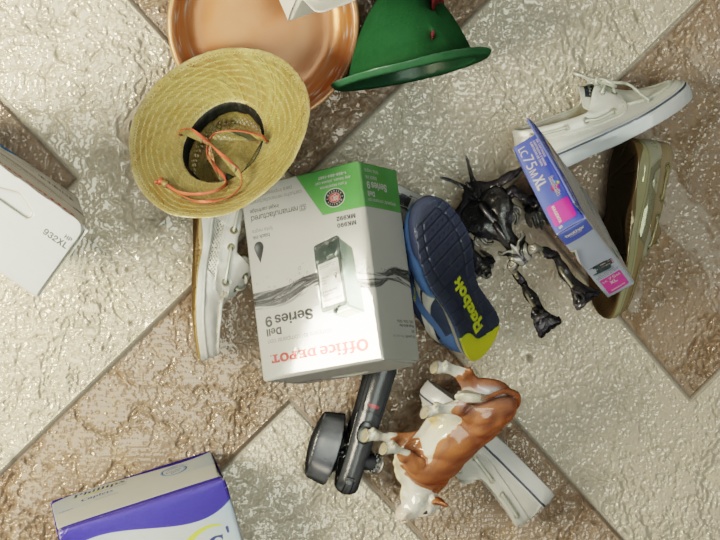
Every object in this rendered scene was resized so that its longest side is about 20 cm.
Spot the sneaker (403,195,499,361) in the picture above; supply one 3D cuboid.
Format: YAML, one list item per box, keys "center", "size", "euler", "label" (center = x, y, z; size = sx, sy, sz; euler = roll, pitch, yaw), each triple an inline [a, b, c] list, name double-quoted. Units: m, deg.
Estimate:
- center: [0.078, 0.007, 1.687]
  size: [0.074, 0.082, 0.201]
  euler: [-39, 127, -26]
  label: "sneaker"

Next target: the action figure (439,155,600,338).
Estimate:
- center: [0.161, -0.029, 1.716]
  size: [0.118, 0.102, 0.201]
  euler: [-37, 85, 4]
  label: "action figure"

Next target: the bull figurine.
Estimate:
- center: [0.079, 0.179, 1.686]
  size: [0.121, 0.065, 0.200]
  euler: [25, 117, -34]
  label: "bull figurine"

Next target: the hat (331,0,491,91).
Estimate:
- center: [0.040, -0.285, 1.630]
  size: [0.164, 0.200, 0.178]
  euler: [-11, 92, 23]
  label: "hat"

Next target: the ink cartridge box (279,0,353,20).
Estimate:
- center: [-0.035, -0.348, 1.563]
  size: [0.127, 0.125, 0.202]
  euler: [-21, 84, -15]
  label: "ink cartridge box"

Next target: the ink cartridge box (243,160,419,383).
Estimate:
- center: [-0.030, 0.006, 1.623]
  size: [0.145, 0.084, 0.202]
  euler: [-12, 81, 27]
  label: "ink cartridge box"

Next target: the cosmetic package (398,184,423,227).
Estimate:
- center: [0.000, 0.000, 1.708]
  size: [0.082, 0.051, 0.202]
  euler: [24, 94, -14]
  label: "cosmetic package"

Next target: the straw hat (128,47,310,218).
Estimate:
- center: [-0.131, -0.116, 1.598]
  size: [0.200, 0.202, 0.085]
  euler: [-32, 146, -5]
  label: "straw hat"

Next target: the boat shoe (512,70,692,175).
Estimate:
- center: [0.254, -0.177, 1.727]
  size: [0.200, 0.075, 0.087]
  euler: [-24, 101, 3]
  label: "boat shoe"

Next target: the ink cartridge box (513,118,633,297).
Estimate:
- center: [0.216, -0.063, 1.659]
  size: [0.042, 0.120, 0.200]
  euler: [-29, 147, 10]
  label: "ink cartridge box"

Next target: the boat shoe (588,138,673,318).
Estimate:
- center: [0.300, -0.044, 1.757]
  size: [0.064, 0.072, 0.202]
  euler: [1, 105, -28]
  label: "boat shoe"

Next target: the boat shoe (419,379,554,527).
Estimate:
- center: [0.127, 0.204, 1.766]
  size: [0.066, 0.072, 0.200]
  euler: [-46, 111, -1]
  label: "boat shoe"

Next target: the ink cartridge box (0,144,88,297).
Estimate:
- center: [-0.346, -0.063, 1.543]
  size: [0.145, 0.200, 0.084]
  euler: [36, 91, -16]
  label: "ink cartridge box"

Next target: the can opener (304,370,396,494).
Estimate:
- center: [0.007, 0.145, 1.729]
  size: [0.078, 0.063, 0.202]
  euler: [21, 95, -19]
  label: "can opener"

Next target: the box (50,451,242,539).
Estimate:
- center: [-0.211, 0.320, 1.691]
  size: [0.182, 0.105, 0.202]
  euler: [-17, 102, -10]
  label: "box"

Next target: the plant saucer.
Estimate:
- center: [-0.101, -0.253, 1.649]
  size: [0.198, 0.037, 0.203]
  euler: [-2, 99, -12]
  label: "plant saucer"

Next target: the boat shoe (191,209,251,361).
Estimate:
- center: [-0.140, -0.004, 1.666]
  size: [0.069, 0.071, 0.202]
  euler: [2, 98, -11]
  label: "boat shoe"
